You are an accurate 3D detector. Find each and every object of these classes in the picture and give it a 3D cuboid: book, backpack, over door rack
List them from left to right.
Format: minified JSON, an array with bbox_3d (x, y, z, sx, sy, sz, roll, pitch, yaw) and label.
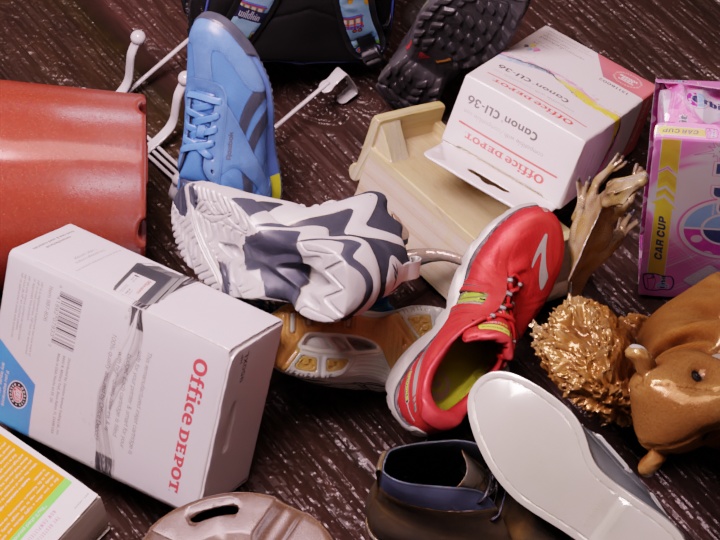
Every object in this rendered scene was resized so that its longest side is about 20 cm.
[{"bbox_3d":[-0.307,0.176,1.686,0.200,0.048,0.134,32,62,27],"label":"book"},{"bbox_3d":[-0.126,-0.160,1.923,0.200,0.067,0.148,-35,58,-22],"label":"over door rack"},{"bbox_3d":[-0.055,-0.277,1.876,0.181,0.201,0.135,-3,44,-14],"label":"backpack"}]

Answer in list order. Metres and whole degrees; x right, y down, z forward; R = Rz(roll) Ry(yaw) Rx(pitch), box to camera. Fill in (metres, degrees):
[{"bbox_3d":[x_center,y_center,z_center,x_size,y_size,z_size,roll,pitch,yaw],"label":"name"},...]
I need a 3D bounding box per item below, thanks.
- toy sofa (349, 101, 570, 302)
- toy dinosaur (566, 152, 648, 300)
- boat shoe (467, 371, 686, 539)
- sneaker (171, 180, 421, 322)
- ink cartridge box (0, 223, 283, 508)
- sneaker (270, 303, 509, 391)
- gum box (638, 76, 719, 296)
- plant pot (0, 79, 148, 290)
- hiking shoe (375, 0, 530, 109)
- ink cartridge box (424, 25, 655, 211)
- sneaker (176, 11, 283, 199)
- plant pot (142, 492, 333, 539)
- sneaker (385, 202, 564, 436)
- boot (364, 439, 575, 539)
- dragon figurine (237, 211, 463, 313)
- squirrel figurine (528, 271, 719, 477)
[{"bbox_3d":[0.084,-0.041,1.816,0.083,0.098,0.200,-17,48,-41],"label":"toy sofa"},{"bbox_3d":[0.175,-0.022,1.714,0.058,0.201,0.101,22,45,8],"label":"toy dinosaur"},{"bbox_3d":[0.155,0.151,1.608,0.200,0.062,0.073,43,96,11],"label":"boat shoe"},{"bbox_3d":[-0.040,-0.023,1.700,0.198,0.080,0.129,15,18,39],"label":"sneaker"},{"bbox_3d":[-0.171,0.073,1.683,0.199,0.145,0.084,24,27,21],"label":"ink cartridge box"},{"bbox_3d":[0.016,0.060,1.735,0.199,0.088,0.076,14,84,-12],"label":"sneaker"},{"bbox_3d":[0.277,-0.063,1.731,0.113,0.201,0.066,3,52,5],"label":"gum box"},{"bbox_3d":[-0.267,-0.068,1.792,0.194,0.201,0.202,0,51,-5],"label":"plant pot"},{"bbox_3d":[0.082,-0.214,1.876,0.076,0.200,0.101,34,52,-13],"label":"hiking shoe"},{"bbox_3d":[0.147,-0.121,1.814,0.116,0.068,0.200,30,33,16],"label":"ink cartridge box"},{"bbox_3d":[-0.114,-0.108,1.796,0.066,0.201,0.078,23,47,34],"label":"sneaker"},{"bbox_3d":[-0.078,0.263,1.502,0.199,0.199,0.201,-3,51,3],"label":"plant pot"},{"bbox_3d":[0.099,0.041,1.669,0.077,0.085,0.201,35,81,-17],"label":"sneaker"},{"bbox_3d":[0.099,0.177,1.621,0.199,0.097,0.075,3,51,6],"label":"boot"},{"bbox_3d":[0.000,0.000,1.784,0.199,0.100,0.059,2,65,-6],"label":"dragon figurine"},{"bbox_3d":[0.221,0.084,1.630,0.199,0.142,0.186,3,16,27],"label":"squirrel figurine"}]
